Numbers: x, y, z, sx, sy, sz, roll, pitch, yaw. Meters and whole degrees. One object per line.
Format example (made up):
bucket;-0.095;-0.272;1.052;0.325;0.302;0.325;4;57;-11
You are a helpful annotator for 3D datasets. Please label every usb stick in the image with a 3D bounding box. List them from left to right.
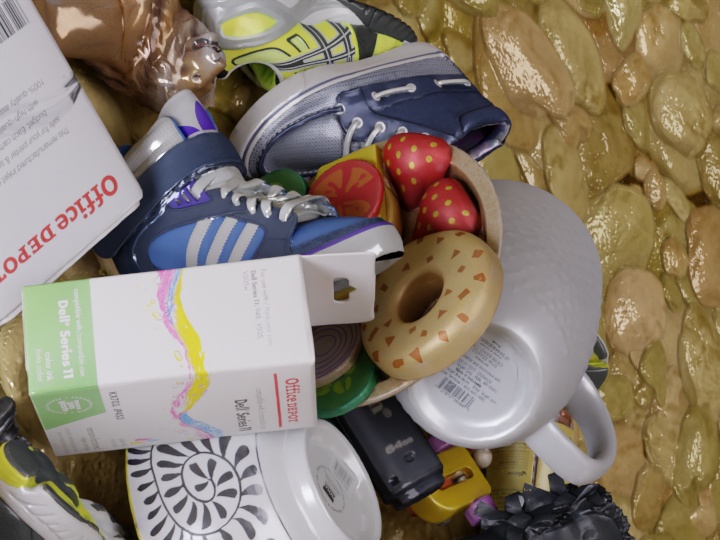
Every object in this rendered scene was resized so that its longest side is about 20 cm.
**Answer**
usb stick;-0.012;0.066;1.383;0.055;0.033;0.201;-21;74;-43

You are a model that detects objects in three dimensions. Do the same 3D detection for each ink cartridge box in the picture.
ink cartridge box;-0.237;-0.083;1.196;0.146;0.084;0.201;-44;114;-40
ink cartridge box;-0.085;0.048;1.188;0.198;0.117;0.068;-7;68;-2

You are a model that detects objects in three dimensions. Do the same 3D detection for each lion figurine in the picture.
lion figurine;-0.177;-0.158;1.297;0.198;0.072;0.124;-1;91;-31

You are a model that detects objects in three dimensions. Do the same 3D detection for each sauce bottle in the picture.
sauce bottle;0.116;0.196;1.516;0.066;0.066;0.202;25;66;-39

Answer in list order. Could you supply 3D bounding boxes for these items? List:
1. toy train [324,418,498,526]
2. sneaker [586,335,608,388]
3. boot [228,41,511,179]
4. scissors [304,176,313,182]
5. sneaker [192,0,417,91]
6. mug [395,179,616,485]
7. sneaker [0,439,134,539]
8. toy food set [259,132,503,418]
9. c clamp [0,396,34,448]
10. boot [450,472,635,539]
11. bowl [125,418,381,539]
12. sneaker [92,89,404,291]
toy train;0.025;0.113;1.451;0.199;0.056;0.151;13;47;-33
sneaker;0.095;0.017;1.525;0.074;0.085;0.200;-43;98;2
boot;0.009;-0.093;1.409;0.199;0.090;0.073;-26;144;-34
scissors;-0.037;-0.059;1.446;0.073;0.014;0.201;47;52;-28
sneaker;-0.043;-0.158;1.434;0.199;0.075;0.077;8;99;-43
mug;0.101;0.057;1.383;0.200;0.147;0.176;49;21;-10
sneaker;-0.175;0.175;1.199;0.084;0.075;0.200;-36;131;0
toy food set;0.000;0.000;1.310;0.049;0.197;0.201;42;34;-46
c clamp;-0.193;0.154;1.239;0.200;0.027;0.171;51;55;-27
boot;0.108;0.243;1.427;0.161;0.073;0.200;-18;118;-28
bowl;-0.048;0.150;1.277;0.201;0.094;0.202;50;24;-32
sneaker;-0.077;-0.047;1.271;0.080;0.199;0.148;-8;81;-57
